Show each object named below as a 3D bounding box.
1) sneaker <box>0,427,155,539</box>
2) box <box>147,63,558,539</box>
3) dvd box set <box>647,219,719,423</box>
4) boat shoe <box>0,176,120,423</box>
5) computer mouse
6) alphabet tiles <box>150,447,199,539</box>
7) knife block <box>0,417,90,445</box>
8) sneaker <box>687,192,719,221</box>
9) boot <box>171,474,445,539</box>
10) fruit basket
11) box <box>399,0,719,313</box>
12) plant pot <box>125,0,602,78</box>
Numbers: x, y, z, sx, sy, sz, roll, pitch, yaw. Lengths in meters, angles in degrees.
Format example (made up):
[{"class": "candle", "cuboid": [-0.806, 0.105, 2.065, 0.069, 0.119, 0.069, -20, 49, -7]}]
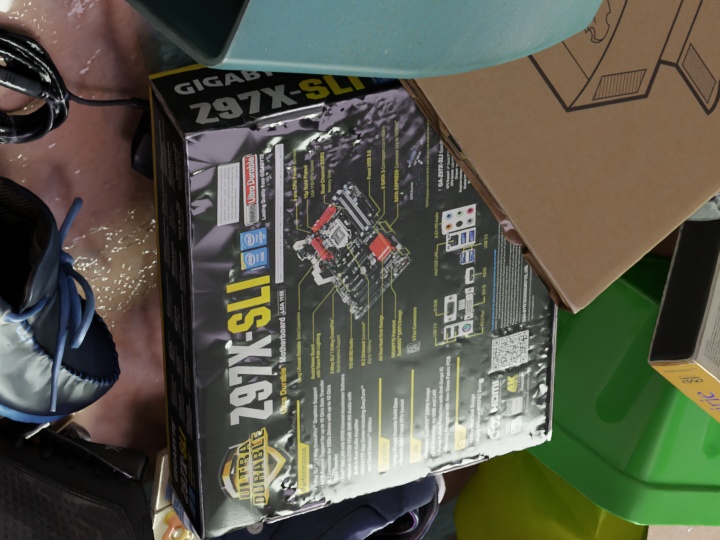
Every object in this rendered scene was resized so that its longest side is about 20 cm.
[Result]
[{"class": "sneaker", "cuboid": [-0.131, 0.092, 1.176, 0.091, 0.200, 0.066, -47, -175, -12]}, {"class": "box", "cuboid": [0.000, 0.000, 1.168, 0.159, 0.049, 0.201, -14, 129, -17]}, {"class": "dvd box set", "cuboid": [0.215, 0.024, 1.382, 0.029, 0.147, 0.200, -6, 148, 42]}, {"class": "boat shoe", "cuboid": [-0.138, 0.003, 1.110, 0.068, 0.084, 0.200, -33, 153, 13]}, {"class": "computer mouse", "cuboid": [-0.083, -0.057, 1.128, 0.199, 0.034, 0.059, 8, 131, -48]}, {"class": "alphabet tiles", "cuboid": [-0.036, 0.105, 1.374, 0.166, 0.006, 0.201, -24, 139, -37]}, {"class": "knife block", "cuboid": [-0.205, 0.125, 1.257, 0.064, 0.199, 0.177, 71, 32, -58]}, {"class": "sneaker", "cuboid": [0.110, -0.114, 1.202, 0.078, 0.091, 0.200, -14, 133, 19]}, {"class": "boot", "cuboid": [0.018, 0.071, 1.315, 0.200, 0.090, 0.073, -41, 146, -15]}, {"class": "fruit basket", "cuboid": [0.132, 0.095, 1.454, 0.215, 0.155, 0.217, -26, 134, -30]}, {"class": "box", "cuboid": [0.106, -0.110, 1.112, 0.200, 0.021, 0.164, -40, 107, -11]}, {"class": "plant pot", "cuboid": [0.006, -0.148, 0.960, 0.199, 0.141, 0.142, 5, 118, -51]}]
